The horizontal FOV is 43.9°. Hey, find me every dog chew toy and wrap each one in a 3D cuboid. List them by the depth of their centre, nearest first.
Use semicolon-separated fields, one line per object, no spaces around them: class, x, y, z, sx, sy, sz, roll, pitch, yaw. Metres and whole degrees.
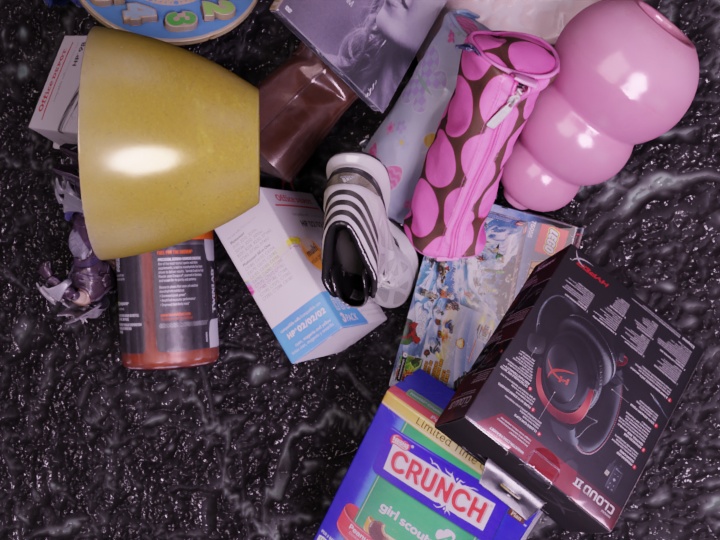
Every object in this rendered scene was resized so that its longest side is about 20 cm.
dog chew toy;0.194;-0.133;0.776;0.125;0.124;0.200;47;122;16

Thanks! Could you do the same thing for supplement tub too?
supplement tub;-0.208;0.003;0.961;0.106;0.107;0.202;-2;90;24

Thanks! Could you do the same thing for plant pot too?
plant pot;-0.160;-0.110;0.794;0.140;0.200;0.202;0;91;-7

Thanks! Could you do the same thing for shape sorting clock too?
shape sorting clock;-0.200;-0.316;0.927;0.200;0.199;0.039;51;151;14

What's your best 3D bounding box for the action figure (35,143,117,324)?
action figure;-0.299;-0.029;0.972;0.069;0.130;0.202;9;119;3

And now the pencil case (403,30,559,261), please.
pencil case;0.096;-0.098;0.751;0.094;0.090;0.201;-107;26;-48

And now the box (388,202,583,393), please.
box;0.118;0.037;0.853;0.136;0.040;0.202;19;99;23

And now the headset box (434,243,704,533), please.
headset box;0.168;0.105;0.736;0.148;0.075;0.201;37;68;-3

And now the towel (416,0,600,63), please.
towel;0.129;-0.296;0.845;0.189;0.032;0.202;-11;86;25

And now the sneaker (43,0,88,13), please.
sneaker;-0.289;-0.331;1.017;0.198;0.075;0.079;12;112;26

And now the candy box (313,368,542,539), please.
candy box;0.069;0.224;0.839;0.168;0.077;0.201;33;115;18

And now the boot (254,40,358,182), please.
boot;-0.078;-0.210;0.884;0.200;0.064;0.186;-45;82;0

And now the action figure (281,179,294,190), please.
action figure;-0.141;-0.129;0.948;0.198;0.065;0.100;-10;73;25

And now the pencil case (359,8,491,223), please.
pencil case;0.064;-0.139;0.831;0.201;0.083;0.091;-53;40;29

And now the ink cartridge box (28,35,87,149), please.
ink cartridge box;-0.284;-0.189;0.973;0.199;0.067;0.117;11;78;37

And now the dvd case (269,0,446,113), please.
dvd case;0.022;-0.262;0.771;0.016;0.148;0.201;21;79;47

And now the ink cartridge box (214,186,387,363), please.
ink cartridge box;-0.069;-0.015;0.893;0.068;0.115;0.201;-36;77;20

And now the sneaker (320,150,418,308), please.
sneaker;0.000;0.000;0.812;0.075;0.201;0.116;1;54;18
